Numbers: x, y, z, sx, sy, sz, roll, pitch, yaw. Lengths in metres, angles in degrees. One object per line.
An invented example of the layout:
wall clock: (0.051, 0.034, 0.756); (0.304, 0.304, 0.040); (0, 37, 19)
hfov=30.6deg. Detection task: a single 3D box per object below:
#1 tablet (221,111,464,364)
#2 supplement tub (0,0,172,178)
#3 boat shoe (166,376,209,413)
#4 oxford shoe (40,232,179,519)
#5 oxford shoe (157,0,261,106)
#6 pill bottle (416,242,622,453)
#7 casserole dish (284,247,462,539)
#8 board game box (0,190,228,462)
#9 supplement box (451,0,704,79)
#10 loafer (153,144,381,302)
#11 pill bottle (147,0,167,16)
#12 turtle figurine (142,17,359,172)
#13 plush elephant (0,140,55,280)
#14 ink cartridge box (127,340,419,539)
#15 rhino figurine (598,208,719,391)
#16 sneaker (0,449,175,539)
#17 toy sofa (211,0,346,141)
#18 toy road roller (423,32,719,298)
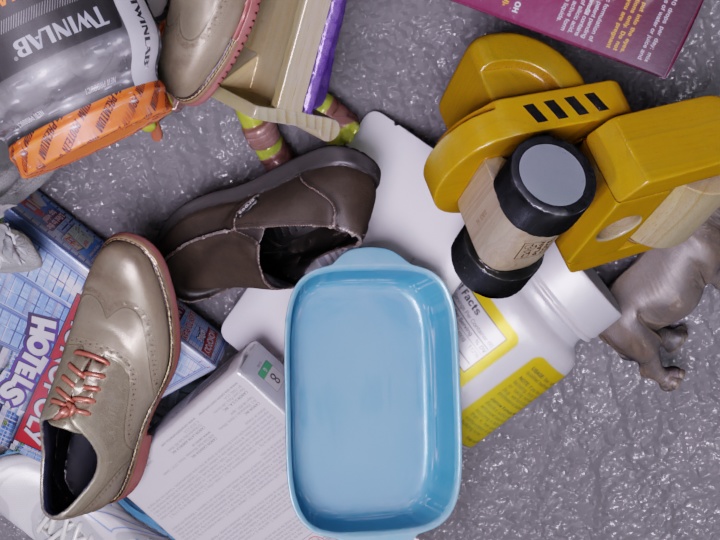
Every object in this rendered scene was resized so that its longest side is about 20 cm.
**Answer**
tablet: (0.000, 0.000, 0.933); (0.130, 0.014, 0.200); (37, 95, 20)
supplement tub: (-0.192, -0.162, 0.746); (0.122, 0.123, 0.200); (-25, 96, 6)
boat shoe: (-0.099, 0.166, 1.035); (0.062, 0.073, 0.200); (10, 129, 39)
oxford shoe: (-0.170, 0.075, 0.874); (0.070, 0.075, 0.200); (15, 108, 18)
oxford shoe: (-0.097, -0.196, 0.767); (0.075, 0.070, 0.200); (2, 109, -41)
pill bottle: (0.084, 0.056, 0.963); (0.200, 0.114, 0.114); (-38, 110, 11)
casserole dish: (0.005, 0.086, 0.877); (0.121, 0.039, 0.200); (-1, 86, -17)
board game box: (-0.210, 0.060, 0.957); (0.200, 0.062, 0.200); (25, 109, -4)
supplement box: (0.115, -0.208, 0.858); (0.200, 0.110, 0.086); (18, 111, -11)
loafer: (-0.073, -0.019, 0.909); (0.200, 0.071, 0.073); (-27, 140, 35)
pill bottle: (-0.128, -0.266, 0.817); (0.111, 0.111, 0.200); (20, 109, -12)
turtle figurine: (-0.087, -0.128, 0.900); (0.200, 0.064, 0.161); (-44, 120, -3)
plush elephant: (-0.273, -0.057, 0.826); (0.165, 0.200, 0.155); (6, 152, -42)
ink cartridge box: (-0.059, 0.166, 0.947); (0.200, 0.050, 0.161); (43, 122, -11)
rhino figurine: (0.250, -0.011, 0.977); (0.087, 0.060, 0.200); (28, 106, -18)
sneaker: (-0.206, 0.209, 1.020); (0.200, 0.087, 0.075); (32, 108, -14)
toy sofa: (-0.022, -0.187, 0.811); (0.097, 0.083, 0.200); (6, 106, -37)
toy road roller: (0.137, -0.083, 0.863); (0.200, 0.146, 0.123); (-12, 158, -21)
